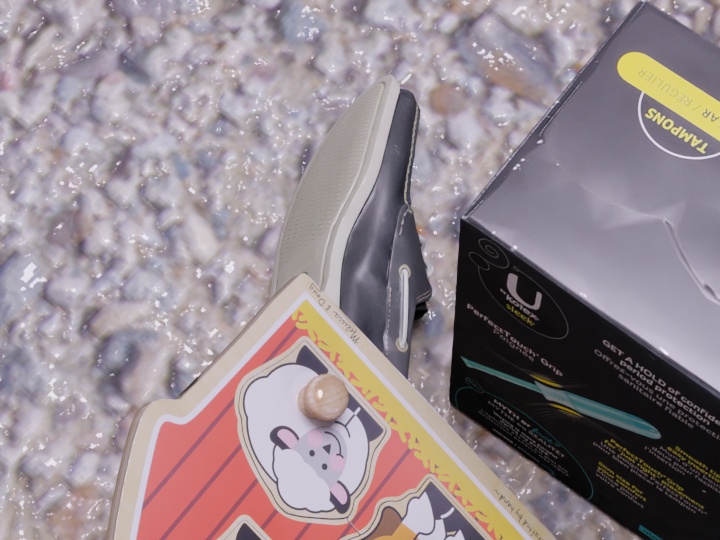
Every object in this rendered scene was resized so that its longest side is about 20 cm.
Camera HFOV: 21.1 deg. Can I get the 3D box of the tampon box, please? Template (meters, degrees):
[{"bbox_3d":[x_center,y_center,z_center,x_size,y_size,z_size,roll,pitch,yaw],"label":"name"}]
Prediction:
[{"bbox_3d":[0.134,0.016,0.810,0.150,0.200,0.126,35,71,15],"label":"tampon box"}]

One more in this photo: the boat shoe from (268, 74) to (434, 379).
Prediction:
[{"bbox_3d":[0.000,0.000,0.906,0.068,0.072,0.201,27,56,-26],"label":"boat shoe"}]

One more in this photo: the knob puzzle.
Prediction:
[{"bbox_3d":[-0.019,0.127,0.790,0.219,0.030,0.220,8,74,-30],"label":"knob puzzle"}]
